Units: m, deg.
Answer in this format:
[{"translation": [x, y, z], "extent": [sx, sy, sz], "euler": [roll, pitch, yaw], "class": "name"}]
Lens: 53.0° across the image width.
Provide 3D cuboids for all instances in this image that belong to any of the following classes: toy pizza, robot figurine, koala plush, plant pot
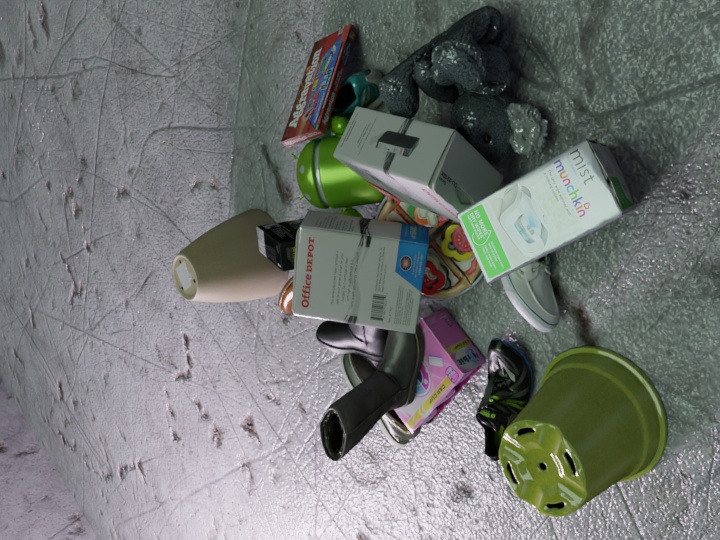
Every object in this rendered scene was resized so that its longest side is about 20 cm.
[{"translation": [0.110, -0.046, 1.135], "extent": [0.194, 0.032, 0.206], "euler": [8, 113, 19], "class": "toy pizza"}, {"translation": [-0.018, -0.165, 1.189], "extent": [0.194, 0.116, 0.181], "euler": [-5, 108, 16], "class": "robot figurine"}, {"translation": [0.163, -0.236, 1.002], "extent": [0.175, 0.184, 0.202], "euler": [-14, 116, 52], "class": "koala plush"}, {"translation": [-0.280, -0.012, 1.482], "extent": [0.184, 0.197, 0.193], "euler": [18, 117, 40], "class": "plant pot"}, {"translation": [0.289, 0.232, 0.992], "extent": [0.197, 0.182, 0.206], "euler": [19, 118, 40], "class": "plant pot"}]

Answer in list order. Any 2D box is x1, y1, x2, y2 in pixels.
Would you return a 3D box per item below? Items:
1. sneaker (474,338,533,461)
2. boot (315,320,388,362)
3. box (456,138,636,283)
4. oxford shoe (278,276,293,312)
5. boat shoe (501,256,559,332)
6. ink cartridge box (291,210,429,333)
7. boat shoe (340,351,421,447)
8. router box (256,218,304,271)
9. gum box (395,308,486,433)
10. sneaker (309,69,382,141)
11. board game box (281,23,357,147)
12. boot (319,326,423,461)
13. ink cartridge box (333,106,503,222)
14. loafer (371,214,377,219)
[{"translation": [0.221, 0.206, 1.125], "extent": [0.070, 0.082, 0.206], "euler": [13, 113, 41], "class": "sneaker"}, {"translation": [-0.022, 0.063, 1.278], "extent": [0.160, 0.066, 0.203], "euler": [10, 138, 22], "class": "boot"}, {"translation": [0.236, -0.076, 0.895], "extent": [0.174, 0.199, 0.099], "euler": [-28, 84, 25], "class": "box"}, {"translation": [-0.100, 0.034, 1.409], "extent": [0.072, 0.071, 0.200], "euler": [52, 133, 11], "class": "oxford shoe"}, {"translation": [0.237, -0.012, 1.039], "extent": [0.067, 0.073, 0.203], "euler": [-41, 74, 45], "class": "boat shoe"}, {"translation": [0.000, 0.000, 1.107], "extent": [0.194, 0.085, 0.150], "euler": [9, 114, 3], "class": "ink cartridge box"}, {"translation": [0.039, 0.226, 1.332], "extent": [0.204, 0.071, 0.060], "euler": [54, 134, 9], "class": "boat shoe"}, {"translation": [-0.091, -0.052, 1.257], "extent": [0.200, 0.145, 0.053], "euler": [-148, 50, -68], "class": "router box"}, {"translation": [0.113, 0.178, 1.239], "extent": [0.114, 0.065, 0.202], "euler": [52, 134, 21], "class": "gum box"}, {"translation": [-0.041, -0.280, 1.228], "extent": [0.199, 0.079, 0.079], "euler": [-32, 82, 47], "class": "sneaker"}, {"translation": [-0.069, -0.307, 1.200], "extent": [0.102, 0.019, 0.205], "euler": [-8, 60, 49], "class": "board game box"}, {"translation": [0.016, 0.181, 1.145], "extent": [0.071, 0.197, 0.187], "euler": [16, 115, 42], "class": "boot"}, {"translation": [0.081, -0.145, 1.014], "extent": [0.198, 0.143, 0.085], "euler": [26, 88, 44], "class": "ink cartridge box"}, {"translation": [0.015, -0.025, 1.266], "extent": [0.068, 0.069, 0.203], "euler": [45, 132, 24], "class": "loafer"}]
